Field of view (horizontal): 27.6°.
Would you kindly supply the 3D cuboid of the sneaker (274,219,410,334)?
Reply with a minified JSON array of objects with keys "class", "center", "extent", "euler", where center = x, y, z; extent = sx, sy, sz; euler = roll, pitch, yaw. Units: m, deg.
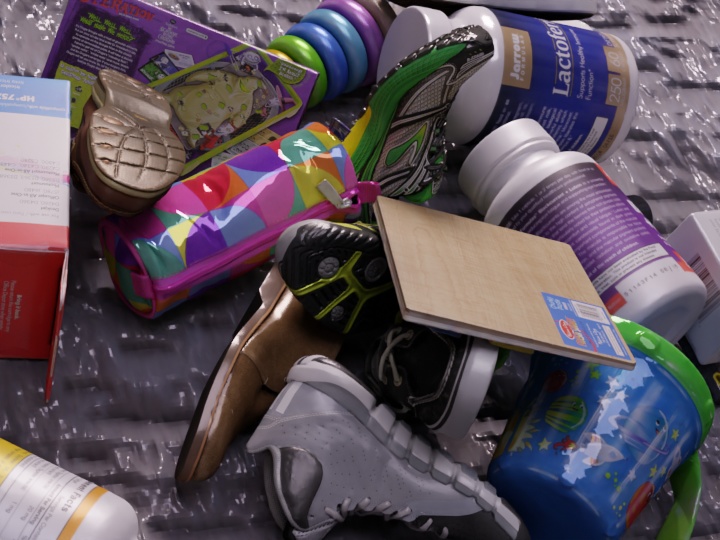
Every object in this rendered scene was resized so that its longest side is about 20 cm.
[{"class":"sneaker","center":[0.000,0.000,1.062],"extent":[0.076,0.076,0.200],"euler":[40,13,36]}]

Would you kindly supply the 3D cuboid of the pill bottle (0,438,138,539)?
[{"class":"pill bottle","center":[-0.198,0.164,0.844],"extent":[0.199,0.111,0.111],"euler":[26,46,3]}]

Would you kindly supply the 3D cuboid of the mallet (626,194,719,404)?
[{"class":"mallet","center":[0.233,0.023,1.179],"extent":[0.066,0.041,0.200],"euler":[-5,56,-25]}]

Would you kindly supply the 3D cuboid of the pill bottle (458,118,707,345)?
[{"class":"pill bottle","center":[0.165,-0.021,1.138],"extent":[0.111,0.112,0.200],"euler":[-19,59,-32]}]

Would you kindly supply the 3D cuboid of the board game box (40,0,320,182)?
[{"class":"board game box","center":[-0.144,-0.135,1.132],"extent":[0.199,0.120,0.032],"euler":[23,10,0]}]

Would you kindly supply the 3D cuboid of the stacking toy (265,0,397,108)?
[{"class":"stacking toy","center":[-0.055,-0.159,1.213],"extent":[0.085,0.085,0.200],"euler":[41,56,17]}]

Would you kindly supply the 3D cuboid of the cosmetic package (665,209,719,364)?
[{"class":"cosmetic package","center":[0.339,0.005,1.183],"extent":[0.199,0.071,0.102],"euler":[-6,59,-33]}]

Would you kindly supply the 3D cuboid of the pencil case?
[{"class":"pencil case","center":[-0.089,-0.039,1.062],"extent":[0.200,0.089,0.088],"euler":[-27,62,-22]}]

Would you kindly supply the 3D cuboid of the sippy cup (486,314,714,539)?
[{"class":"sippy cup","center":[0.154,0.120,1.002],"extent":[0.177,0.140,0.130],"euler":[28,54,16]}]

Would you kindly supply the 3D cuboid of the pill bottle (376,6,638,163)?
[{"class":"pill bottle","center":[0.121,-0.156,1.223],"extent":[0.199,0.116,0.116],"euler":[6,48,-25]}]

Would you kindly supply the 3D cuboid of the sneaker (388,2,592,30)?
[{"class":"sneaker","center":[0.126,-0.233,1.320],"extent":[0.199,0.100,0.078],"euler":[10,47,-11]}]

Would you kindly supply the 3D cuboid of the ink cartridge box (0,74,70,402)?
[{"class":"ink cartridge box","center":[-0.235,-0.023,0.993],"extent":[0.067,0.116,0.200],"euler":[4,48,-15]}]

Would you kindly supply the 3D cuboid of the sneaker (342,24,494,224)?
[{"class":"sneaker","center":[0.045,-0.107,1.120],"extent":[0.085,0.200,0.078],"euler":[44,38,7]}]

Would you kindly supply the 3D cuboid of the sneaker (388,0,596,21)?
[{"class":"sneaker","center":[0.107,-0.259,1.245],"extent":[0.199,0.073,0.085],"euler":[-1,93,-23]}]

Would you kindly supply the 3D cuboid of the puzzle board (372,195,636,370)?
[{"class":"puzzle board","center":[0.088,0.008,0.975],"extent":[0.150,0.017,0.200],"euler":[14,21,-11]}]

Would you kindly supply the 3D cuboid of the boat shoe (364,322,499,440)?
[{"class":"boat shoe","center":[0.040,0.069,0.975],"extent":[0.063,0.200,0.071],"euler":[21,81,-7]}]

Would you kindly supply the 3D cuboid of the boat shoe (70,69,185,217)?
[{"class":"boat shoe","center":[-0.169,-0.078,1.033],"extent":[0.072,0.068,0.200],"euler":[24,19,-19]}]

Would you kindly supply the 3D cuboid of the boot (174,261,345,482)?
[{"class":"boot","center":[-0.064,0.076,1.005],"extent":[0.075,0.074,0.200],"euler":[32,44,-4]}]

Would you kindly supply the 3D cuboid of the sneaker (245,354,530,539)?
[{"class":"sneaker","center":[0.007,0.158,0.966],"extent":[0.200,0.075,0.116],"euler":[39,71,0]}]
